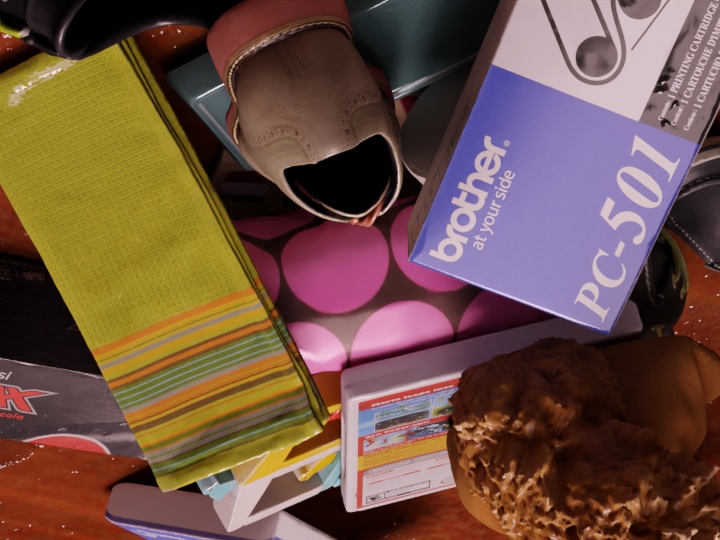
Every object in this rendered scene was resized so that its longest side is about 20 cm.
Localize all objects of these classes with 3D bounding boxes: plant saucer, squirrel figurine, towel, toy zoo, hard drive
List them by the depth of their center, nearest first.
[{"bbox_3d":[0.018,-0.103,0.759,0.199,0.019,0.070,-25,140,13],"label":"plant saucer"},{"bbox_3d":[-0.094,-0.002,0.761,0.086,0.018,0.201,-24,103,12],"label":"towel"},{"bbox_3d":[0.115,0.130,0.790,0.141,0.188,0.200,-21,158,13],"label":"squirrel figurine"},{"bbox_3d":[-0.001,0.079,0.931,0.199,0.021,0.131,-20,157,-33],"label":"toy zoo"},{"bbox_3d":[-0.043,0.179,1.070,0.131,0.026,0.200,3,157,37],"label":"hard drive"}]

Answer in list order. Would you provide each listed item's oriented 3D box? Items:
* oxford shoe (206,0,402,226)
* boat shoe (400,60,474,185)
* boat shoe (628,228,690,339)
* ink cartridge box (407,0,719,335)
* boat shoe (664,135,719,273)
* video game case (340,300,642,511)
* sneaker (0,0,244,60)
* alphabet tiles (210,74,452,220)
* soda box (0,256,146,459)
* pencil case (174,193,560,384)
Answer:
[{"bbox_3d":[-0.015,-0.046,0.712,0.070,0.075,0.200,-23,166,5],"label":"oxford shoe"},{"bbox_3d":[0.115,-0.081,0.781,0.199,0.071,0.064,-26,143,12],"label":"boat shoe"},{"bbox_3d":[0.135,0.005,0.901,0.060,0.072,0.201,-18,156,-1],"label":"boat shoe"},{"bbox_3d":[0.097,-0.081,0.708,0.093,0.044,0.201,19,112,-7],"label":"ink cartridge box"},{"bbox_3d":[0.220,-0.013,0.916,0.074,0.063,0.199,-35,138,31],"label":"boat shoe"},{"bbox_3d":[0.060,0.074,0.895,0.142,0.018,0.200,-13,159,-6],"label":"video game case"},{"bbox_3d":[-0.124,-0.119,0.642,0.199,0.083,0.072,-4,143,-13],"label":"sneaker"},{"bbox_3d":[0.022,-0.038,0.866,0.199,0.008,0.168,2,141,-21],"label":"alphabet tiles"},{"bbox_3d":[-0.135,0.047,0.881,0.199,0.064,0.071,13,137,-31],"label":"soda box"},{"bbox_3d":[0.000,0.000,0.834,0.199,0.094,0.091,-8,99,-7],"label":"pencil case"}]
